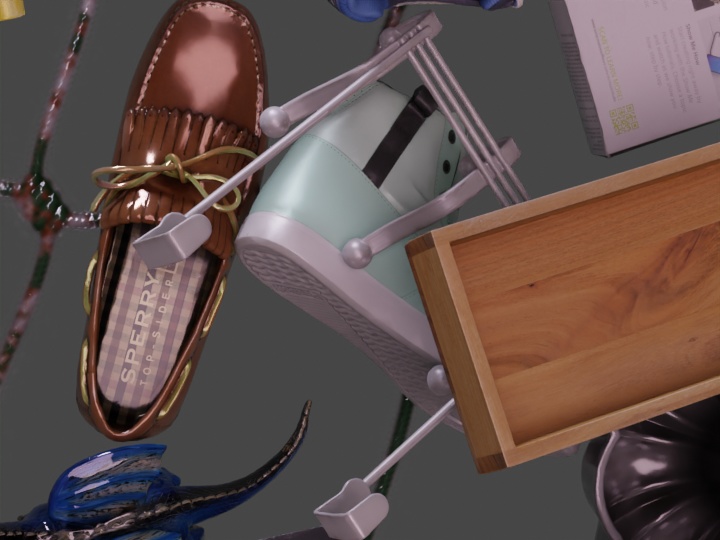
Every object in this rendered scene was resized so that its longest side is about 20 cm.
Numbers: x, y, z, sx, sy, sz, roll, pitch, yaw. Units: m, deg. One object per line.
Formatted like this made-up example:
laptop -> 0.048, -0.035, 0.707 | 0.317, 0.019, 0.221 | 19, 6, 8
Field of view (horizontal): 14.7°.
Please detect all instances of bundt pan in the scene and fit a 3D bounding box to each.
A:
bundt pan -> 0.191, 0.089, 1.297 | 0.201, 0.076, 0.203 | -1, 94, -15

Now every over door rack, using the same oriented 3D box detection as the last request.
over door rack -> 0.000, 0.000, 1.164 | 0.200, 0.066, 0.148 | -43, 104, -41

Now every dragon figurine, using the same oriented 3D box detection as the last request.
dragon figurine -> -0.106, 0.112, 1.233 | 0.199, 0.099, 0.059 | -18, 82, -6

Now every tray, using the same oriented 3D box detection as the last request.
tray -> 0.126, 0.007, 1.157 | 0.199, 0.037, 0.099 | -17, 87, -22

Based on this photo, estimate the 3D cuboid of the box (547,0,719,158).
box -> 0.183, -0.151, 1.299 | 0.199, 0.036, 0.145 | -17, 99, -7

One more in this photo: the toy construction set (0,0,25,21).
toy construction set -> -0.198, -0.091, 1.211 | 0.130, 0.092, 0.201 | 10, 83, -12

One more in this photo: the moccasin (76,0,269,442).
moccasin -> -0.087, -0.023, 1.238 | 0.073, 0.078, 0.202 | 19, 92, -5

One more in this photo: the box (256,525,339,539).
box -> -0.100, 0.168, 1.215 | 0.199, 0.160, 0.045 | -11, 72, -10

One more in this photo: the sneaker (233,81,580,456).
sneaker -> 0.046, -0.004, 1.270 | 0.200, 0.074, 0.119 | 39, 66, -26

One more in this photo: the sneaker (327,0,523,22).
sneaker -> 0.065, -0.149, 1.201 | 0.199, 0.085, 0.077 | -19, 134, -12
